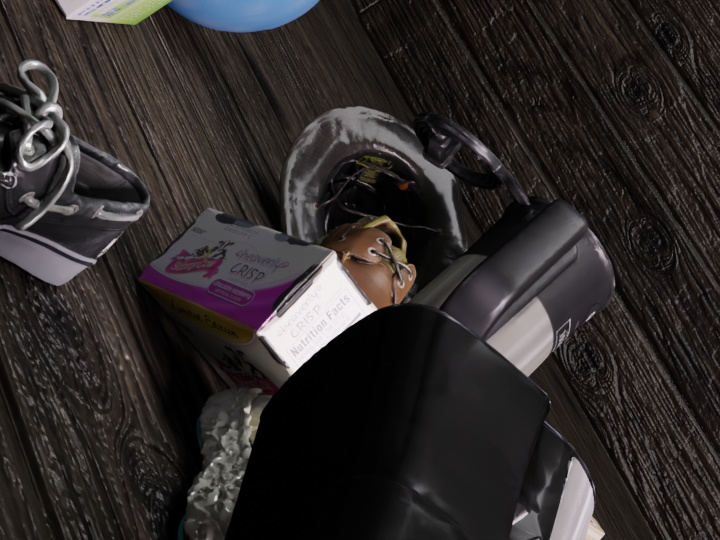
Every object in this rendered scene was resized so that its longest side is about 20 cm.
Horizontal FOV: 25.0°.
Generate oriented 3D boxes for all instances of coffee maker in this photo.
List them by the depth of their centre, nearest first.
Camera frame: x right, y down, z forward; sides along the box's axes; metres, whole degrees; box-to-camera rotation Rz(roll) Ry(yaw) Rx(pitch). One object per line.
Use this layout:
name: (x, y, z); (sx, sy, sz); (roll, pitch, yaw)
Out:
coffee maker: (0.000, 0.105, 0.580); (0.193, 0.134, 0.200); (61, 24, -26)

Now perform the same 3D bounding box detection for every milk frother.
milk frother: (0.072, -0.002, 1.300); (0.200, 0.188, 0.181); (33, -33, 27)

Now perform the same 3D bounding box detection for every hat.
hat: (-0.001, -0.034, 1.382); (0.201, 0.200, 0.081); (57, -35, -2)

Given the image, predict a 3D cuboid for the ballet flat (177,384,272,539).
ballet flat: (-0.041, 0.099, 0.774); (0.072, 0.072, 0.200); (56, 8, -14)

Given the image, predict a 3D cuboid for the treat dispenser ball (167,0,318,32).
treat dispenser ball: (-0.105, -0.309, 1.414); (0.201, 0.200, 0.201); (56, 9, -13)

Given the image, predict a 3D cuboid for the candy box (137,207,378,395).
candy box: (-0.016, 0.065, 0.877); (0.136, 0.061, 0.200); (19, -30, 56)

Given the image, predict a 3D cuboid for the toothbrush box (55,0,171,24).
toothbrush box: (-0.146, -0.249, 1.150); (0.086, 0.145, 0.200); (58, 8, -2)

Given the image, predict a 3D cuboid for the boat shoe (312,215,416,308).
boat shoe: (0.000, 0.000, 1.143); (0.072, 0.068, 0.200); (57, 8, -16)

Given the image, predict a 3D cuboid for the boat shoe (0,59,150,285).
boat shoe: (-0.147, -0.047, 0.673); (0.074, 0.068, 0.199); (61, 9, 26)

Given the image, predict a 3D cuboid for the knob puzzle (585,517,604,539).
knob puzzle: (0.082, 0.092, 0.961); (0.220, 0.030, 0.220); (43, 1, -1)
